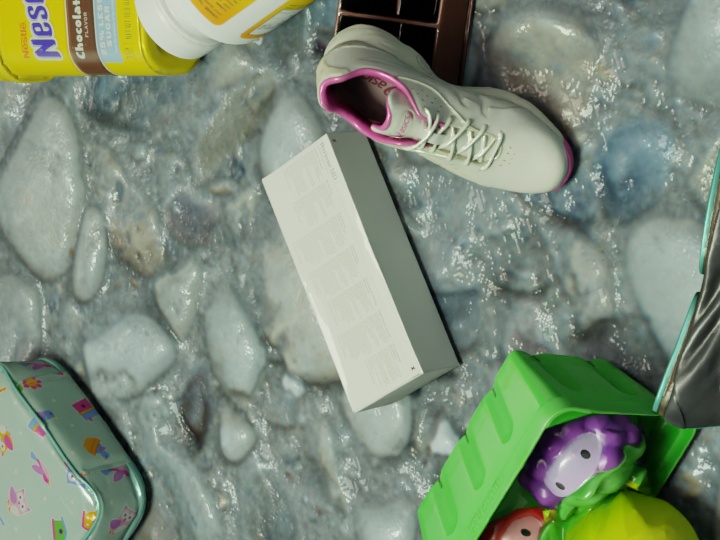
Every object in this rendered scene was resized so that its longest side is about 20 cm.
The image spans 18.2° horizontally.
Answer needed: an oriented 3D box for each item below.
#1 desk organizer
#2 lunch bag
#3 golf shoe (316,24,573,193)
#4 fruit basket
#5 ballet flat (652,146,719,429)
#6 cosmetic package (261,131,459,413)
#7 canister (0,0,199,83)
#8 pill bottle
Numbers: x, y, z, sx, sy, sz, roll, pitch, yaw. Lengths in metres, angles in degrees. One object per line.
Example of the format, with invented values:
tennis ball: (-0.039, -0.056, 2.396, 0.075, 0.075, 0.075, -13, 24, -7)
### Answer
desk organizer: (0.035, -0.216, 1.652, 0.072, 0.077, 0.201, 19, 108, 39)
lunch bag: (-0.286, 0.184, 1.992, 0.200, 0.077, 0.161, 49, 126, 27)
golf shoe: (0.055, -0.101, 1.603, 0.200, 0.092, 0.075, 25, 117, 5)
fruit basket: (0.155, 0.182, 1.560, 0.215, 0.155, 0.216, -15, 72, 54)
ballet flat: (0.251, 0.013, 1.500, 0.073, 0.073, 0.201, 21, 103, 39)
cosmetic package: (0.000, 0.000, 1.728, 0.082, 0.051, 0.201, -32, 74, 42)
canister: (-0.227, -0.233, 1.884, 0.200, 0.086, 0.149, 4, 98, 40)
pill bottle: (-0.083, -0.243, 1.733, 0.200, 0.111, 0.111, -29, 76, 40)
